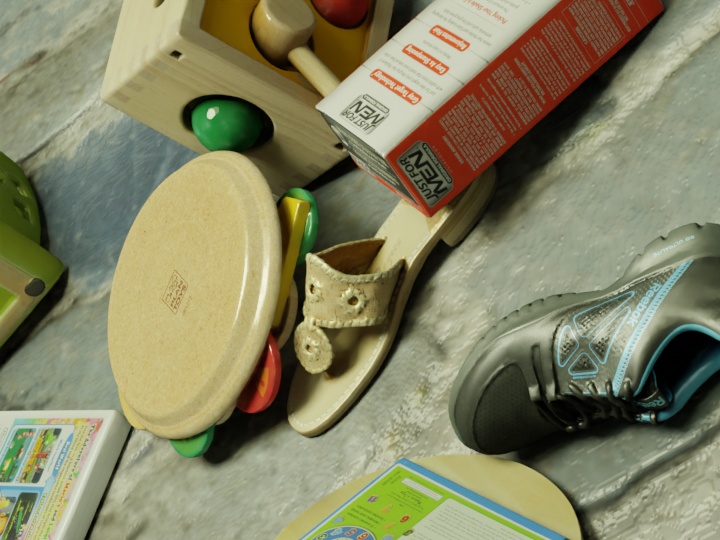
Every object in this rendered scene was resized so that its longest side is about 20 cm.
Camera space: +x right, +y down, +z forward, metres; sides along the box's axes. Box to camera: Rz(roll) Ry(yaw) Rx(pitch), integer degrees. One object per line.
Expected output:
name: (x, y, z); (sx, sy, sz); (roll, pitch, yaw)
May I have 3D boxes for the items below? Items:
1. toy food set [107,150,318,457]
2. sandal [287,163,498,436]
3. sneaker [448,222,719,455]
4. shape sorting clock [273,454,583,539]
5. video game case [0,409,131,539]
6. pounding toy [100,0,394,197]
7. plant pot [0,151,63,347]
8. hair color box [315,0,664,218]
toy food set: (-0.103, 0.021, 1.580); (0.198, 0.049, 0.200); (16, 91, 56)
sandal: (-0.003, -0.002, 1.511); (0.212, 0.070, 0.078); (-54, 35, 0)
sneaker: (0.130, 0.052, 1.310); (0.200, 0.073, 0.082); (-35, 40, 25)
shape sorting clock: (0.026, 0.173, 1.312); (0.200, 0.039, 0.200); (-13, 32, 9)
video game case: (-0.256, 0.190, 1.681); (0.182, 0.024, 0.200); (-4, 57, 47)
pounding toy: (-0.053, -0.147, 1.619); (0.142, 0.184, 0.200); (-33, 38, 46)
plant pot: (-0.355, -0.010, 1.824); (0.200, 0.199, 0.182); (-48, 42, 7)
hair color box: (0.080, -0.133, 1.500); (0.200, 0.061, 0.102); (-41, 34, -6)
